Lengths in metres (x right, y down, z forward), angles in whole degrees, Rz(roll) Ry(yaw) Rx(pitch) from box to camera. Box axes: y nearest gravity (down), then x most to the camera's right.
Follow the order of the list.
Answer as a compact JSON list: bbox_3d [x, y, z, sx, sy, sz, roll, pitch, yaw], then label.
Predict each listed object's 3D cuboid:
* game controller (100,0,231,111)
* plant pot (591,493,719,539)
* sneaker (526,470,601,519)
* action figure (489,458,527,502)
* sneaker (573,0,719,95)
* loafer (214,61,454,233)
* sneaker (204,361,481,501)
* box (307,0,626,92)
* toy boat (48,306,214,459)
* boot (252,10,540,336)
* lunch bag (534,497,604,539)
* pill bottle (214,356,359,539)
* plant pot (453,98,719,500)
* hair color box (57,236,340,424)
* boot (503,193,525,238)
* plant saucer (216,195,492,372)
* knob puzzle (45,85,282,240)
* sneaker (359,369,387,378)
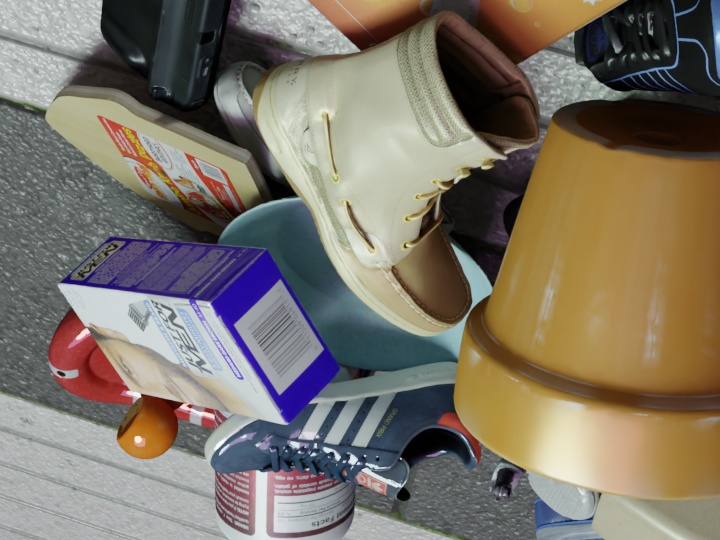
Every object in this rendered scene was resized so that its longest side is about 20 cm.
[{"bbox_3d":[-0.122,-0.193,0.985,0.104,0.042,0.200,51,146,24],"label":"game controller"},{"bbox_3d":[0.265,0.136,1.053,0.177,0.200,0.200,22,164,12],"label":"plant pot"},{"bbox_3d":[0.153,0.082,1.124,0.077,0.082,0.200,21,133,41],"label":"sneaker"},{"bbox_3d":[0.130,0.131,1.218,0.200,0.069,0.130,27,124,-29],"label":"action figure"},{"bbox_3d":[0.164,-0.126,0.844,0.078,0.200,0.070,-5,93,1],"label":"sneaker"},{"bbox_3d":[-0.016,-0.079,1.069,0.070,0.070,0.200,-29,126,35],"label":"loafer"},{"bbox_3d":[-0.008,0.127,1.094,0.200,0.085,0.075,-14,153,-4],"label":"sneaker"},{"bbox_3d":[0.077,-0.195,0.866,0.124,0.098,0.200,41,137,-22],"label":"box"},{"bbox_3d":[-0.165,0.097,1.277,0.200,0.131,0.131,15,140,7],"label":"toy boat"},{"bbox_3d":[0.045,-0.051,0.903,0.155,0.073,0.200,-13,117,43],"label":"boot"},{"bbox_3d":[0.231,0.237,1.258,0.200,0.133,0.136,-9,155,33],"label":"lunch bag"},{"bbox_3d":[-0.059,0.149,1.214,0.113,0.113,0.200,9,114,15],"label":"pill bottle"},{"bbox_3d":[0.163,0.004,0.895,0.200,0.200,0.184,10,111,13],"label":"plant pot"},{"bbox_3d":[-0.118,0.039,1.092,0.200,0.065,0.109,6,133,52],"label":"hair color box"},{"bbox_3d":[0.202,-0.012,1.049,0.200,0.073,0.144,30,147,-11],"label":"boot"},{"bbox_3d":[0.000,0.000,1.077,0.201,0.039,0.201,11,146,8],"label":"plant saucer"},{"bbox_3d":[-0.139,-0.084,1.114,0.219,0.030,0.220,27,164,8],"label":"knob puzzle"},{"bbox_3d":[0.033,0.084,1.239,0.087,0.075,0.200,1,141,-8],"label":"sneaker"}]
